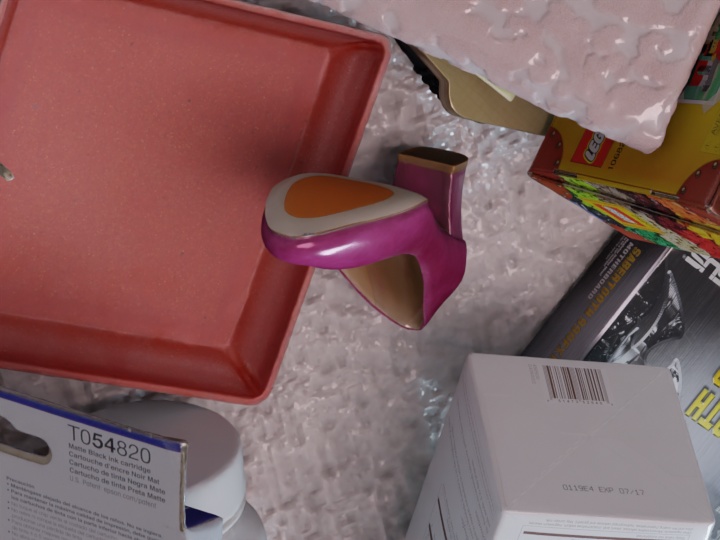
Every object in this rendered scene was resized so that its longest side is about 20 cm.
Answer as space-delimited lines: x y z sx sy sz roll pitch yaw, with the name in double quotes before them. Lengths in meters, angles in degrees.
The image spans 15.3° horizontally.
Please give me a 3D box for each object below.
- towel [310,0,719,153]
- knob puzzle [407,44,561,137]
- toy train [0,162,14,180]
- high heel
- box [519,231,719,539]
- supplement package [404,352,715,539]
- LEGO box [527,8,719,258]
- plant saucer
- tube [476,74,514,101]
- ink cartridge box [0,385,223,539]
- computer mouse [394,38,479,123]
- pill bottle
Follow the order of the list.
"towel" 0.082 -0.177 1.215 0.200 0.032 0.191 25 85 4
"knob puzzle" 0.098 -0.153 1.304 0.219 0.030 0.220 -5 100 -29
"toy train" -0.222 -0.071 1.111 0.115 0.200 0.085 -15 121 -13
"high heel" 0.000 0.000 1.284 0.067 0.200 0.096 13 105 15
"box" 0.181 0.072 1.466 0.200 0.048 0.159 35 95 -34
"supplement package" 0.090 0.153 1.379 0.113 0.110 0.200 5 132 -14
"LEGO box" 0.184 -0.109 1.256 0.077 0.149 0.200 29 85 -30
"plant saucer" -0.106 -0.044 1.278 0.199 0.037 0.200 10 110 -30
"tube" 0.096 -0.182 1.255 0.200 0.058 0.052 -56 159 -6
"ink cartridge box" -0.157 0.133 1.256 0.041 0.199 0.201 -39 139 -53
"computer mouse" 0.026 -0.143 1.295 0.059 0.034 0.200 -43 124 0
"pill bottle" -0.099 0.174 1.340 0.113 0.113 0.201 -13 118 -20
